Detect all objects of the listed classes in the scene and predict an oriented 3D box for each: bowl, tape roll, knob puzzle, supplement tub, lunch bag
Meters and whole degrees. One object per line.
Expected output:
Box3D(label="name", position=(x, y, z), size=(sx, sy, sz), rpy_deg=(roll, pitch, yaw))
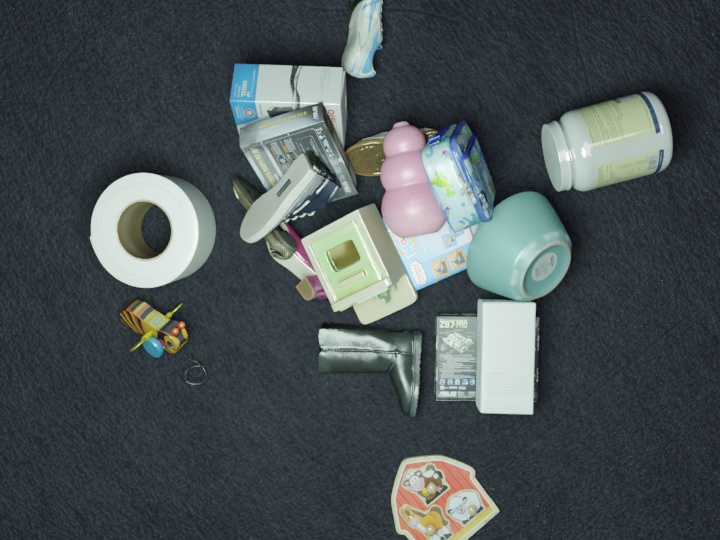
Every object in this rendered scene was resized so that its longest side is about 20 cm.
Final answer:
Box3D(label="bowl", position=(0.297, -0.025, 1.355), size=(0.198, 0.105, 0.204), rpy_deg=(-20, 132, -23))
Box3D(label="tape roll", position=(-0.380, -0.076, 1.417), size=(0.198, 0.139, 0.207), rpy_deg=(0, 95, 2))
Box3D(label="knob puzzle", position=(0.146, 0.452, 1.491), size=(0.215, 0.030, 0.225), rpy_deg=(0, 95, 3))
Box3D(label="supplement tub", position=(0.437, -0.226, 1.366), size=(0.196, 0.145, 0.148), rpy_deg=(-14, 94, 4))
Box3D(label="lunch bag", position=(0.171, -0.166, 1.311), size=(0.081, 0.200, 0.163), rpy_deg=(-21, 103, 21))

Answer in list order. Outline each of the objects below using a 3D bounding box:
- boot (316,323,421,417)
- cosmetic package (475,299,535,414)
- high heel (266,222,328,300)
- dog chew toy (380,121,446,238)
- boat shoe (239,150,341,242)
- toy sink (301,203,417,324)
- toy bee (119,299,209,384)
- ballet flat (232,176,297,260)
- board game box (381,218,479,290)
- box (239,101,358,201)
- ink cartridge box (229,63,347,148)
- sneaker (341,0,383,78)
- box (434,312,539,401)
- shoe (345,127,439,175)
Box3D(label="boot", position=(0.014, 0.190, 1.457), size=(0.196, 0.066, 0.169), rpy_deg=(3, 86, -1))
Box3D(label="cosmetic package", position=(0.264, 0.156, 1.395), size=(0.099, 0.074, 0.204), rpy_deg=(2, 92, 1))
Box3D(label="high heel", position=(-0.110, -0.033, 1.464), size=(0.067, 0.095, 0.201), rpy_deg=(-47, 69, 30))
Box3D(label="dog chew toy", position=(0.090, -0.163, 1.363), size=(0.122, 0.125, 0.204), rpy_deg=(-10, 93, 3))
Box3D(label="boat shoe", position=(-0.120, -0.111, 1.348), size=(0.200, 0.075, 0.092), rpy_deg=(-43, 137, 19))
Box3D(label="toy sink", position=(0.000, 0.000, 1.403), size=(0.129, 0.112, 0.203), rpy_deg=(-24, 93, 21))
Box3D(label="toy bee", position=(-0.365, 0.112, 1.447), size=(0.197, 0.109, 0.132), rpy_deg=(21, 51, -8))
Box3D(label="ballet flat", position=(-0.186, -0.095, 1.420), size=(0.046, 0.067, 0.201), rpy_deg=(-46, 67, 20))
Box3D(label="board game box", position=(0.151, -0.064, 1.446), size=(0.197, 0.037, 0.154), rpy_deg=(-23, 93, 3))
Box3D(label="box", position=(-0.106, -0.194, 1.367), size=(0.155, 0.201, 0.049), rpy_deg=(-15, 53, 11))
Box3D(label="ink cartridge box", position=(-0.124, -0.293, 1.377), size=(0.196, 0.145, 0.086), rpy_deg=(2, 66, 3))
Box3D(label="sneaker", position=(0.015, -0.456, 1.413), size=(0.071, 0.071, 0.204), rpy_deg=(13, 89, -33))
Box3D(label="box", position=(0.239, 0.165, 1.455), size=(0.196, 0.049, 0.165), rpy_deg=(0, 96, 2))
Box3D(label="shoe", position=(0.063, -0.226, 1.435), size=(0.196, 0.054, 0.071), rpy_deg=(-9, 117, 7))
